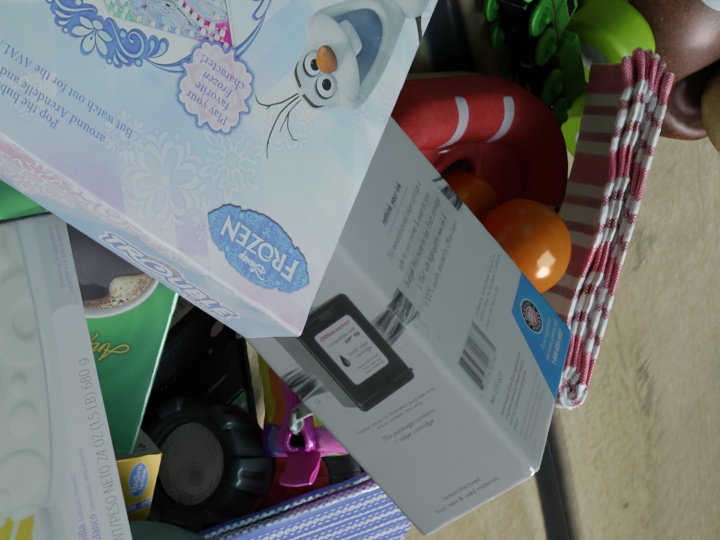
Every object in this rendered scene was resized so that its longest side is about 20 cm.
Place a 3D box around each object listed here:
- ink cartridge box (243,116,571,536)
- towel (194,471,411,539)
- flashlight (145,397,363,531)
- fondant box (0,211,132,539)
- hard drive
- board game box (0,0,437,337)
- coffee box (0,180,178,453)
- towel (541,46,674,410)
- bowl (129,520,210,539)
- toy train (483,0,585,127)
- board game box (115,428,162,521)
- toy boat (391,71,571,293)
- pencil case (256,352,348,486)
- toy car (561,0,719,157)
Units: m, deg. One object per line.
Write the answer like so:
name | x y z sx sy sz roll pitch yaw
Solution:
ink cartridge box | 0.000 0.000 0.972 0.067 0.200 0.116 -32 -162 29
towel | -0.037 0.141 1.157 0.144 0.024 0.200 -19 162 -15
flashlight | -0.044 0.106 1.170 0.068 0.068 0.200 -57 154 8
fondant box | -0.176 0.068 0.791 0.199 0.058 0.145 -18 98 -51
hard drive | -0.112 0.102 1.163 0.140 0.038 0.201 -45 150 -27
board game box | -0.068 -0.109 0.836 0.200 0.043 0.200 35 66 -31
coffee box | -0.129 -0.024 0.920 0.122 0.044 0.201 8 117 -19
towel | 0.125 -0.024 1.271 0.146 0.030 0.201 -164 -90 -85
bowl | -0.104 0.189 0.978 0.200 0.105 0.202 -22 132 -27
toy train | 0.098 -0.149 1.267 0.057 0.042 0.200 -59 156 -22
board game box | -0.171 0.166 1.009 0.134 0.034 0.201 -8 124 -36
toy boat | 0.057 -0.031 1.213 0.200 0.130 0.131 -12 128 -57
pencil case | -0.018 -0.004 1.074 0.088 0.088 0.202 -16 100 -55
toy car | 0.249 -0.120 1.381 0.164 0.199 0.158 -45 152 -26
